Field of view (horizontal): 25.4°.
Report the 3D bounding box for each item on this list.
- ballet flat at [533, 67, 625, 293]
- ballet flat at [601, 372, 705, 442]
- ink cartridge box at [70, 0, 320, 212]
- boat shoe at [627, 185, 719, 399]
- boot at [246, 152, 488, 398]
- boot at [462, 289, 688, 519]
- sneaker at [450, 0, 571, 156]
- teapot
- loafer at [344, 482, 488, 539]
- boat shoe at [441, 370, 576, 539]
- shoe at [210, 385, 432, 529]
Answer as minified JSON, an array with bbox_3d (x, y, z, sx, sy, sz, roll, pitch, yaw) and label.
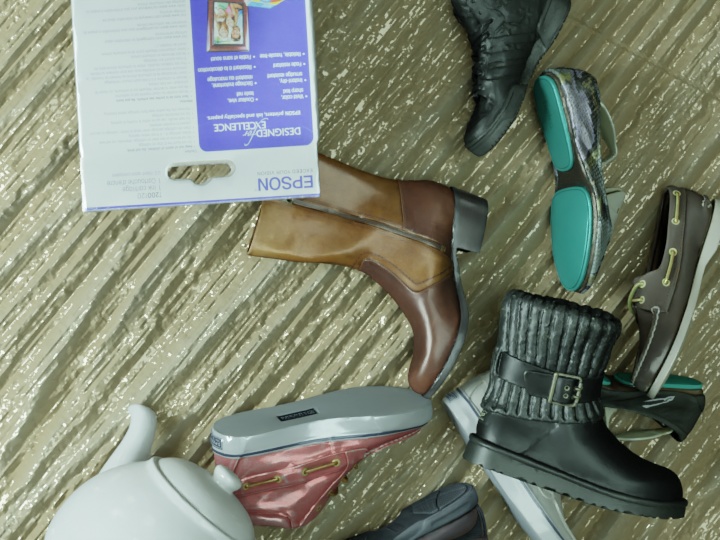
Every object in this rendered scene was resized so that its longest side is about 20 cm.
[{"bbox_3d":[0.204,-0.083,1.428,0.071,0.072,0.203,-9,96,-12],"label":"ballet flat"},{"bbox_3d":[0.218,0.117,1.440,0.198,0.068,0.069,13,98,-12],"label":"ballet flat"},{"bbox_3d":[-0.132,-0.152,1.281,0.195,0.043,0.203,-3,90,1],"label":"ink cartridge box"},{"bbox_3d":[0.272,0.017,1.430,0.059,0.072,0.202,22,70,2],"label":"boat shoe"},{"bbox_3d":[0.000,0.000,1.384,0.198,0.068,0.191,13,90,-12],"label":"boot"},{"bbox_3d":[0.200,0.115,1.359,0.209,0.079,0.160,19,89,-9],"label":"boot"},{"bbox_3d":[0.114,-0.210,1.408,0.104,0.060,0.201,31,80,-13],"label":"sneaker"},{"bbox_3d":[-0.147,0.224,1.293,0.200,0.197,0.146,42,90,-7],"label":"teapot"},{"bbox_3d":[0.025,0.258,1.401,0.198,0.072,0.064,-27,102,-13],"label":"loafer"},{"bbox_3d":[0.153,0.178,1.427,0.069,0.071,0.201,-34,92,-6],"label":"boat shoe"},{"bbox_3d":[-0.031,0.163,1.388,0.198,0.071,0.092,-9,109,-17],"label":"shoe"}]
